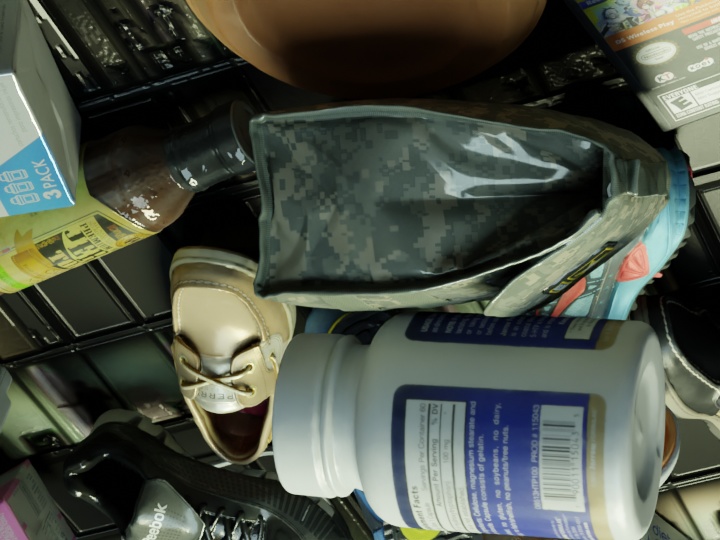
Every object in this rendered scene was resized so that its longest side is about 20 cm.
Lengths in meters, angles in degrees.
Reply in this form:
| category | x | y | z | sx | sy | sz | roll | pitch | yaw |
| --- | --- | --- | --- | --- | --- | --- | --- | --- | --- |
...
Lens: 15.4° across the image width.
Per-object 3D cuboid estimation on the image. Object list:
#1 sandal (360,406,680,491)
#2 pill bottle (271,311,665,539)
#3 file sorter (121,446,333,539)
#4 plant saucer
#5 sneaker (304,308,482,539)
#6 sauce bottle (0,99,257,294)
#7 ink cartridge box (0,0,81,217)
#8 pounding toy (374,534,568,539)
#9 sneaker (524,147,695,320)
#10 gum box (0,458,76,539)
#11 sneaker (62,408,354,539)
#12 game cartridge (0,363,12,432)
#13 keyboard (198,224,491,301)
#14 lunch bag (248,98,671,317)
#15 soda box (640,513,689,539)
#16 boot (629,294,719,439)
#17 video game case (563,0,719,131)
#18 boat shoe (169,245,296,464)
| category | x | y | z | sx | sy | sz | roll | pitch | yaw |
| --- | --- | --- | --- | --- | --- | --- | --- | --- | --- |
| sandal | 0.086 | 0.094 | 1.529 | 0.206 | 0.079 | 0.059 | -2 | 141 | -5 |
| pill bottle | 0.059 | 0.083 | 1.450 | 0.199 | 0.120 | 0.120 | 3 | 144 | 16 |
| file sorter | -0.074 | 0.236 | 1.751 | 0.124 | 0.201 | 0.139 | -16 | 140 | 12 |
| plant saucer | -0.001 | -0.150 | 1.372 | 0.199 | 0.038 | 0.200 | 4 | 145 | 3 |
| sneaker | 0.017 | 0.109 | 1.611 | 0.066 | 0.078 | 0.201 | -24 | 102 | -18 |
| sauce bottle | -0.145 | -0.043 | 1.500 | 0.199 | 0.065 | 0.065 | -22 | 137 | 25 |
| ink cartridge box | -0.264 | -0.079 | 1.448 | 0.199 | 0.068 | 0.115 | -8 | 141 | 10 |
| pounding toy | 0.074 | 0.259 | 1.704 | 0.200 | 0.143 | 0.184 | -25 | 146 | 28 |
| sneaker | 0.115 | -0.005 | 1.551 | 0.095 | 0.079 | 0.200 | 12 | 130 | -17 |
| gum box | -0.248 | 0.185 | 1.677 | 0.113 | 0.200 | 0.066 | -30 | 94 | 0 |
| sneaker | -0.103 | 0.153 | 1.662 | 0.199 | 0.090 | 0.067 | 24 | 113 | 18 |
| game cartridge | -0.314 | 0.136 | 1.666 | 0.199 | 0.133 | 0.042 | -24 | 115 | 25 |
| keyboard | 0.000 | 0.000 | 1.579 | 0.199 | 0.040 | 0.104 | -3 | 142 | 1 |
| lunch bag | 0.061 | -0.034 | 1.407 | 0.199 | 0.118 | 0.164 | -3 | 180 | 17 |
| soda box | 0.181 | 0.205 | 1.823 | 0.068 | 0.064 | 0.200 | -26 | 135 | 29 |
| boot | 0.261 | 0.045 | 1.607 | 0.150 | 0.073 | 0.200 | -22 | 146 | 24 |
| video game case | 0.209 | -0.164 | 1.389 | 0.199 | 0.026 | 0.181 | -20 | 138 | 24 |
| boat shoe | -0.077 | 0.055 | 1.597 | 0.073 | 0.069 | 0.200 | 6 | 152 | 13 |
